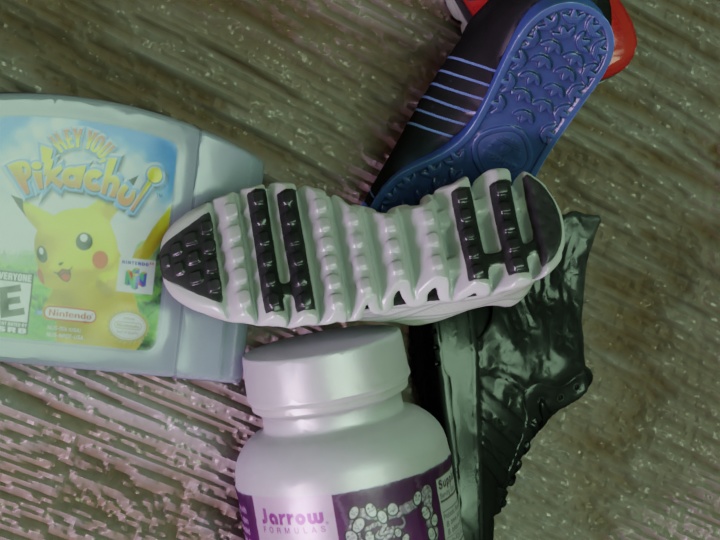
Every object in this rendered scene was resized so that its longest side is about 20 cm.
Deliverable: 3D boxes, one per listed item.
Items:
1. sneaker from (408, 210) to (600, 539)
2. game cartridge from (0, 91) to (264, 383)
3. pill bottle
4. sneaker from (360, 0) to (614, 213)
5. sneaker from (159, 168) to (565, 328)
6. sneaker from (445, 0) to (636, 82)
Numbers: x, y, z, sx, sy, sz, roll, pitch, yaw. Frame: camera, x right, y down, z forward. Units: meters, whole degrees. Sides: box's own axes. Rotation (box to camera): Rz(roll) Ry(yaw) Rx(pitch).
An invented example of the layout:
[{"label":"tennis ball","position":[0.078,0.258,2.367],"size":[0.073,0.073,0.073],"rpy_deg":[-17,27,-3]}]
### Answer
[{"label":"sneaker","position":[0.083,0.072,1.105],"size":[0.103,0.060,0.202],"rpy_deg":[-5,91,-20]},{"label":"game cartridge","position":[-0.144,-0.019,1.011],"size":[0.198,0.040,0.135],"rpy_deg":[6,86,-25]},{"label":"pill bottle","position":[-0.003,0.134,1.039],"size":[0.111,0.112,0.202],"rpy_deg":[-13,97,-24]},{"label":"sneaker","position":[0.064,-0.078,1.061],"size":[0.070,0.078,0.200],"rpy_deg":[30,120,-17]},{"label":"sneaker","position":[0.000,0.000,1.018],"size":[0.198,0.081,0.076],"rpy_deg":[-2,70,-4]},{"label":"sneaker","position":[0.077,-0.168,1.080],"size":[0.200,0.085,0.077],"rpy_deg":[40,76,-21]}]
